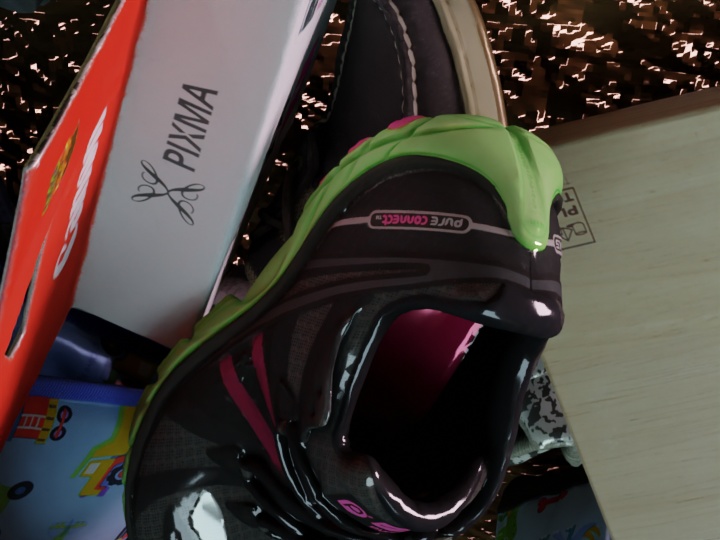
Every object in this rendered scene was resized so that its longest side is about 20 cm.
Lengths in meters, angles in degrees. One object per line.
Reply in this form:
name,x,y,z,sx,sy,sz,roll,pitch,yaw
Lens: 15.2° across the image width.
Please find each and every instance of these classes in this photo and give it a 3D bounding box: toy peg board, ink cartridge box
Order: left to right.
ink cartridge box,-0.046,-0.034,0.695,0.044,0.174,0.200,22,147,-1
toy peg board,0.168,0.017,0.805,0.200,0.098,0.199,-13,110,28

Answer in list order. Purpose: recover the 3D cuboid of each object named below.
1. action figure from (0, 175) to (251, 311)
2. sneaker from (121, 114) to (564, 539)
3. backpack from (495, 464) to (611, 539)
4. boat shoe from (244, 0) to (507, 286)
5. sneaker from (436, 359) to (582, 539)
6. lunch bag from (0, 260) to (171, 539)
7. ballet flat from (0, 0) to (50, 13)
action figure,-0.125,0.019,0.896,0.193,0.105,0.200,-4,133,3
sneaker,-0.008,0.045,0.729,0.077,0.084,0.200,10,135,-24
backpack,0.122,0.181,0.990,0.183,0.200,0.147,24,144,-28
boat shoe,0.000,0.000,0.791,0.066,0.072,0.201,-11,132,-17
sneaker,0.009,0.053,0.908,0.077,0.089,0.200,28,143,-32
lunch bag,-0.139,0.067,0.816,0.200,0.094,0.151,17,124,-34
ballet flat,-0.125,-0.143,0.669,0.066,0.057,0.200,14,153,41
